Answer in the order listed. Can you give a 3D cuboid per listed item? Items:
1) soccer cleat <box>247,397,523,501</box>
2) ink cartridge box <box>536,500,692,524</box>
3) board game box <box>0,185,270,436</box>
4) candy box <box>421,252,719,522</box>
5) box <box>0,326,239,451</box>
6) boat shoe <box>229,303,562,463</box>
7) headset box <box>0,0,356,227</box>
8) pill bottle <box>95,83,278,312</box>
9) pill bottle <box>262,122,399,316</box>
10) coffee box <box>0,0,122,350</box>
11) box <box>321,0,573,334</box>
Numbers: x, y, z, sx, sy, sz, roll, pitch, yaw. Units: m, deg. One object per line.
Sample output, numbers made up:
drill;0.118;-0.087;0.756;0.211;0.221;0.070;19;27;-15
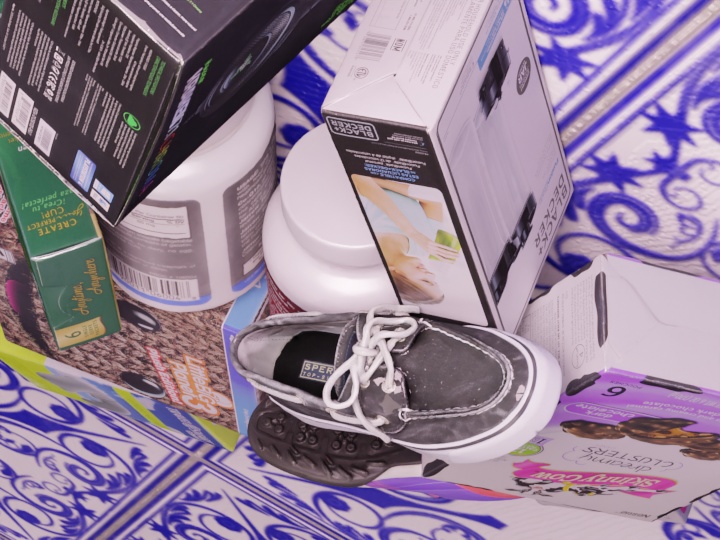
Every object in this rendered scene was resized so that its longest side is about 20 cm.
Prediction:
soccer cleat;0.027;0.119;1.380;0.199;0.068;0.073;3;152;5
ink cartridge box;0.129;0.094;1.397;0.119;0.042;0.200;3;148;39
board game box;-0.137;0.007;1.411;0.199;0.097;0.160;20;153;13
candy box;0.152;0.072;1.216;0.167;0.072;0.200;13;153;-24
box;-0.172;0.080;1.608;0.199;0.048;0.122;16;165;20
boat shoe;0.013;0.051;1.125;0.199;0.074;0.068;10;166;45
headset box;-0.063;-0.143;0.970;0.093;0.200;0.174;42;153;3
pill bottle;-0.104;-0.069;1.226;0.113;0.114;0.200;21;153;10
pill bottle;0.000;0.000;1.257;0.113;0.113;0.200;20;154;12
coffee box;-0.191;-0.066;1.244;0.044;0.200;0.123;-18;153;-10
box;0.050;-0.061;1.103;0.060;0.117;0.200;12;149;23
